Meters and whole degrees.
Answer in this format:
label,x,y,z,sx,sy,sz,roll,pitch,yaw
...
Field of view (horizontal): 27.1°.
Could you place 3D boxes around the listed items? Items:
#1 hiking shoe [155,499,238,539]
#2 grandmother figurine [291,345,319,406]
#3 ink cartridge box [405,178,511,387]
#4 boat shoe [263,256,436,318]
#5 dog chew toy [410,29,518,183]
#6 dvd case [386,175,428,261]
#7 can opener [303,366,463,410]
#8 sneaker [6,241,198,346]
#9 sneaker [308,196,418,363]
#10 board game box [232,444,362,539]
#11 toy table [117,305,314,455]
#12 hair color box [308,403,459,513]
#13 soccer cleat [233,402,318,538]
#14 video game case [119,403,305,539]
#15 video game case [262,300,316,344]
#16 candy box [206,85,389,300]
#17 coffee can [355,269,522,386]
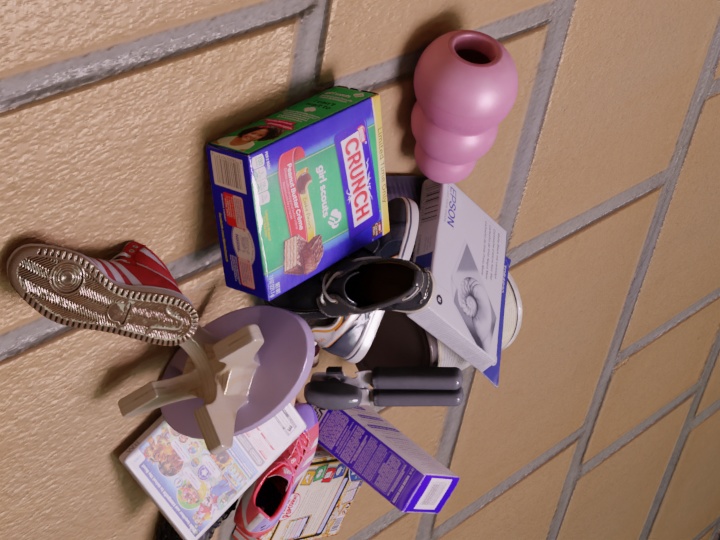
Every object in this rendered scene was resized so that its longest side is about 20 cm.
label,x,y,z,sx,sy,sz,roll,pitch,yaw
hiking shoe,-0.190,0.304,1.851,0.100,0.075,0.202,-15,130,-45
grandmother figurine,-0.089,0.116,1.835,0.121,0.060,0.202,-24,141,-56
ink cartridge box,0.139,0.014,1.873,0.200,0.040,0.202,38,47,-39
boat shoe,-0.019,0.015,1.643,0.068,0.197,0.073,18,71,-72
dog chew toy,0.114,-0.185,1.779,0.124,0.124,0.201,-31,151,-36
dvd case,0.073,-0.044,1.858,0.199,0.016,0.151,-4,80,-55
can opener,0.029,0.152,1.855,0.067,0.197,0.053,-89,175,-54
sneaker,-0.262,0.008,1.476,0.198,0.113,0.072,22,106,-29
sneaker,0.000,0.000,1.719,0.079,0.078,0.202,25,82,-25
board game box,-0.072,0.303,2.053,0.199,0.046,0.153,2,118,-56
toy table,-0.159,0.108,1.619,0.200,0.185,0.117,-41,160,16
hair color box,0.022,0.239,1.973,0.065,0.199,0.109,-57,151,8
soccer cleat,-0.096,0.247,1.882,0.076,0.066,0.201,-41,-164,54
video game case,-0.170,0.201,1.755,0.200,0.018,0.144,-44,119,-20
video game case,-0.063,-0.016,1.725,0.143,0.018,0.201,-47,133,-14
candy box,-0.062,-0.087,1.615,0.199,0.076,0.171,-31,126,-39
coffee can,0.100,0.069,1.973,0.199,0.146,0.148,-21,136,-45
